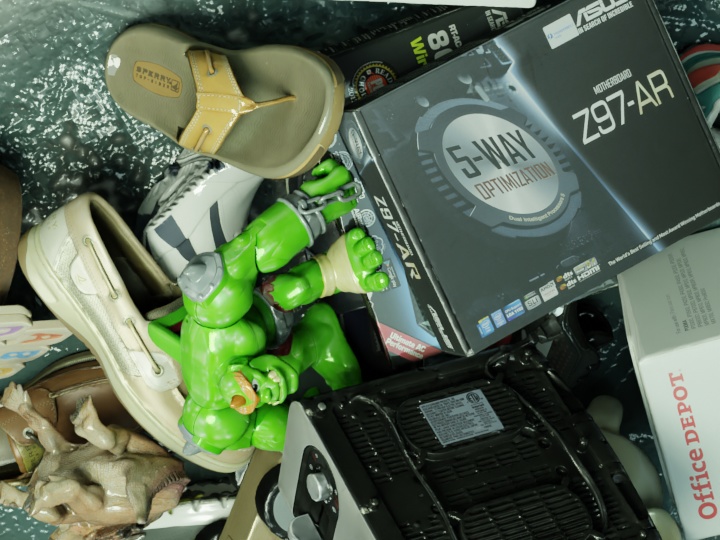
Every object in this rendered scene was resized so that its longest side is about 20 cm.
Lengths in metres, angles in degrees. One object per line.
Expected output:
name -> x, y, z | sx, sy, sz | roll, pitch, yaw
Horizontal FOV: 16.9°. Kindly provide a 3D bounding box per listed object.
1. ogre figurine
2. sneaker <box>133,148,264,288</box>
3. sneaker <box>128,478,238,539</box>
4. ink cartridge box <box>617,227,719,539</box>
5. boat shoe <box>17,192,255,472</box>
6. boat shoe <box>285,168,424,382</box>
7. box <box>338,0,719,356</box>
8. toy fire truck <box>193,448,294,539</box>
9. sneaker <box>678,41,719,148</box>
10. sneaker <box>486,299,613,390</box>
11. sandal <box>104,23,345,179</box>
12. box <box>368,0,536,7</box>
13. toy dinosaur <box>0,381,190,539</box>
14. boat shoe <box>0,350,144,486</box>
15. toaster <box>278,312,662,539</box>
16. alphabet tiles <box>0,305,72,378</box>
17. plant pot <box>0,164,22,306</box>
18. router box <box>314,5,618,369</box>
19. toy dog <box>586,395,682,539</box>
ogre figurine -> -0.055, 0.040, 1.441 | 0.120, 0.098, 0.200 | -21, 152, -29
sneaker -> -0.085, 0.000, 1.541 | 0.129, 0.080, 0.199 | 35, 111, -19
sneaker -> -0.062, 0.185, 1.626 | 0.199, 0.074, 0.085 | -4, 96, 0
ink cartridge box -> 0.276, 0.056, 1.540 | 0.199, 0.145, 0.146 | -14, 118, 5
boat shoe -> -0.123, 0.039, 1.485 | 0.065, 0.072, 0.200 | -33, 104, 27
boat shoe -> 0.000, 0.000, 1.553 | 0.074, 0.062, 0.201 | -11, 116, 6
box -> 0.106, -0.065, 1.425 | 0.200, 0.044, 0.161 | -27, 100, -15
toy fire truck -> -0.001, 0.217, 1.557 | 0.199, 0.129, 0.177 | 20, 95, -22
sneaker -> 0.286, -0.080, 1.499 | 0.199, 0.093, 0.071 | 14, 116, -8
sneaker -> 0.114, 0.065, 1.583 | 0.097, 0.071, 0.201 | 4, 116, -1
sandal -> -0.091, -0.104, 1.437 | 0.054, 0.200, 0.081 | -2, 106, -49
box -> 0.007, -0.267, 1.376 | 0.199, 0.131, 0.200 | 2, 117, -2
toy dinosaur -> -0.151, 0.134, 1.514 | 0.135, 0.200, 0.086 | 27, 73, -31
boat shoe -> -0.216, 0.112, 1.601 | 0.199, 0.068, 0.072 | -20, 114, 8
toaster -> 0.067, 0.147, 1.430 | 0.199, 0.181, 0.119 | -14, 145, -26
alphabet tiles -> -0.287, 0.059, 1.518 | 0.195, 0.015, 0.200 | -3, 164, -34
plant pot -> -0.315, -0.031, 1.480 | 0.199, 0.187, 0.187 | 9, 118, -22
router box -> 0.054, -0.057, 1.479 | 0.149, 0.062, 0.201 | -21, 99, -3
toy dog -> 0.142, 0.200, 1.604 | 0.139, 0.195, 0.200 | -3, 148, 4
